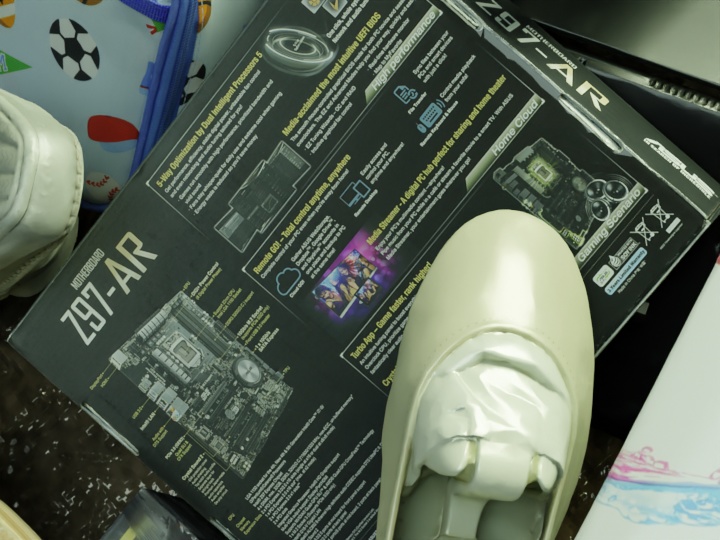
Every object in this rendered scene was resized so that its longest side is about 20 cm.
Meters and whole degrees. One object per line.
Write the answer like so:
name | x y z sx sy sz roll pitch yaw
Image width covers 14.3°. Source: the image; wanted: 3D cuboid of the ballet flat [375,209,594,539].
ballet flat | 0.036 0.081 0.895 0.069 0.069 0.201 12 91 21

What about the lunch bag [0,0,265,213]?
lunch bag | -0.120 -0.129 1.025 0.200 0.161 0.075 40 50 19

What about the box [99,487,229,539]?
box | -0.076 0.204 1.002 0.161 0.049 0.200 39 93 20

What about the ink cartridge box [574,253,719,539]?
ink cartridge box | 0.134 0.075 0.902 0.085 0.148 0.201 29 88 21

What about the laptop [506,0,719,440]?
laptop | 0.070 -0.066 1.012 0.176 0.103 0.201 20 112 12

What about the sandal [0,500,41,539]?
sandal | -0.095 0.135 0.931 0.211 0.070 0.078 36 91 20

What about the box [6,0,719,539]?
box | 0.000 0.000 0.968 0.160 0.044 0.200 40 110 4

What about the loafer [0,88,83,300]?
loafer | -0.128 -0.024 0.997 0.069 0.200 0.070 14 85 -22
